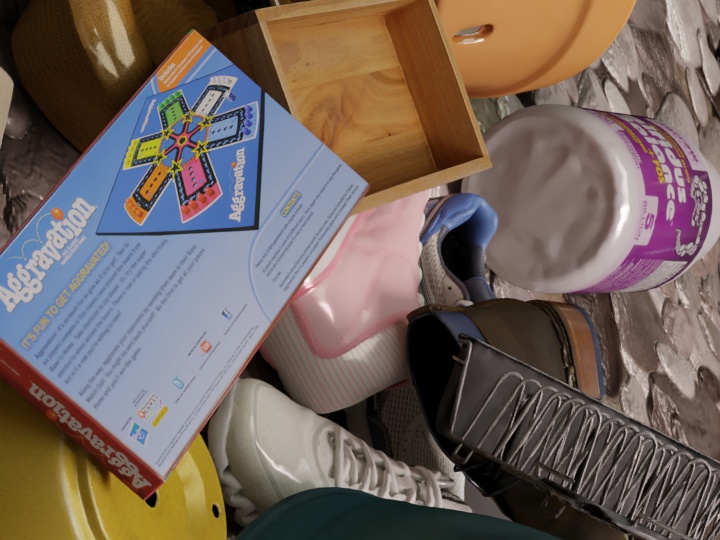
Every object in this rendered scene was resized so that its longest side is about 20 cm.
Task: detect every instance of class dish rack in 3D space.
[{"bbox_3d":[0.122,0.094,1.054,0.153,0.055,0.200,26,0,-17],"label":"dish rack"}]

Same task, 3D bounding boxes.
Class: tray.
[{"bbox_3d":[-0.004,-0.078,1.153,0.200,0.037,0.099,-22,93,-64],"label":"tray"}]

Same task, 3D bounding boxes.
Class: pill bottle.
[{"bbox_3d":[0.152,-0.042,1.503,0.200,0.112,0.113,-1,73,-61],"label":"pill bottle"}]

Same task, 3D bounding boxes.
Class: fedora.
[{"bbox_3d":[-0.097,-0.102,1.122,0.201,0.082,0.201,44,36,-44],"label":"fedora"}]

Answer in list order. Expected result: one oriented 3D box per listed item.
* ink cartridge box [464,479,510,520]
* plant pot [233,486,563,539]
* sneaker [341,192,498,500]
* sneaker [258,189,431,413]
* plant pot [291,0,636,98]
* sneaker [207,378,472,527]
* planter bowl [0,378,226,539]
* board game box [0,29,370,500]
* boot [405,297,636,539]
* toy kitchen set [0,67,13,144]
[{"bbox_3d":[0.131,0.206,1.344,0.200,0.076,0.137,52,33,-34],"label":"ink cartridge box"},{"bbox_3d":[0.055,0.193,1.031,0.200,0.188,0.201,4,84,-50],"label":"plant pot"},{"bbox_3d":[0.041,0.042,1.276,0.077,0.085,0.200,34,45,-48],"label":"sneaker"},{"bbox_3d":[0.000,0.000,1.243,0.105,0.075,0.200,63,31,-18],"label":"sneaker"},{"bbox_3d":[0.035,-0.182,1.318,0.140,0.200,0.200,-22,92,-47],"label":"plant pot"},{"bbox_3d":[0.002,0.109,1.168,0.200,0.081,0.075,44,39,-38],"label":"sneaker"},{"bbox_3d":[-0.111,0.097,0.965,0.200,0.083,0.201,39,41,-44],"label":"planter bowl"},{"bbox_3d":[-0.076,-0.008,0.975,0.103,0.019,0.200,42,43,-7],"label":"board game box"},{"bbox_3d":[0.075,0.104,1.180,0.097,0.075,0.200,10,58,-37],"label":"boot"},{"bbox_3d":[-0.192,-0.066,0.839,0.200,0.163,0.181,45,36,-38],"label":"toy kitchen set"}]
